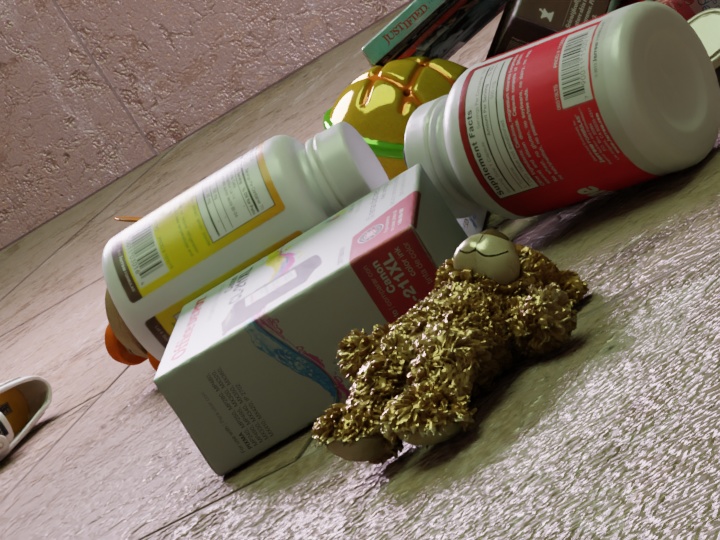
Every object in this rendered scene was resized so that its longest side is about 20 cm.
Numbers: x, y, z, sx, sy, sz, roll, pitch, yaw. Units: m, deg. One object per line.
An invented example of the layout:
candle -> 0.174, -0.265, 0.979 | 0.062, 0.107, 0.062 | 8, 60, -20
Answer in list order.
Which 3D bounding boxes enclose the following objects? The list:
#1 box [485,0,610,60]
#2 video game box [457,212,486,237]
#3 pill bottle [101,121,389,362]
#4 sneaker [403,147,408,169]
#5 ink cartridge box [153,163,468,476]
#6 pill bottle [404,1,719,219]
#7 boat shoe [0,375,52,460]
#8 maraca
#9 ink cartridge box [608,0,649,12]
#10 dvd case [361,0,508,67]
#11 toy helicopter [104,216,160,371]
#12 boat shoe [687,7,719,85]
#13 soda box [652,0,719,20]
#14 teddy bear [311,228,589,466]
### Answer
box -> 0.154, -0.204, 1.771 | 0.200, 0.075, 0.100 | 107, -177, -75
video game box -> 0.000, 0.000, 1.623 | 0.200, 0.047, 0.182 | -31, 13, 14
pill bottle -> -0.076, -0.022, 1.537 | 0.200, 0.109, 0.109 | -31, 10, 13
sneaker -> 0.128, -0.103, 1.610 | 0.200, 0.067, 0.090 | -17, -1, -4
ink cartridge box -> -0.026, 0.031, 1.418 | 0.200, 0.083, 0.146 | -31, 15, 13
pill bottle -> 0.130, -0.098, 1.441 | 0.200, 0.112, 0.112 | -17, 18, 42
boat shoe -> -0.346, 0.149, 1.951 | 0.070, 0.071, 0.200 | -30, 3, 35
maraca -> 0.069, -0.118, 1.741 | 0.200, 0.107, 0.137 | -3, 27, -12
ink cartridge box -> 0.217, -0.239, 1.753 | 0.200, 0.050, 0.162 | -53, 0, -6
dvd case -> 0.083, -0.221, 1.818 | 0.146, 0.022, 0.200 | -42, -9, 14
toy helicopter -> -0.134, -0.003, 1.840 | 0.200, 0.132, 0.079 | -26, 23, -36
boat shoe -> 0.194, -0.105, 1.524 | 0.200, 0.057, 0.067 | -34, 45, 15
soda box -> 0.282, -0.220, 1.736 | 0.070, 0.063, 0.200 | -30, 10, 19
teddy bear -> 0.049, 0.039, 1.211 | 0.200, 0.067, 0.145 | -39, 14, -29
